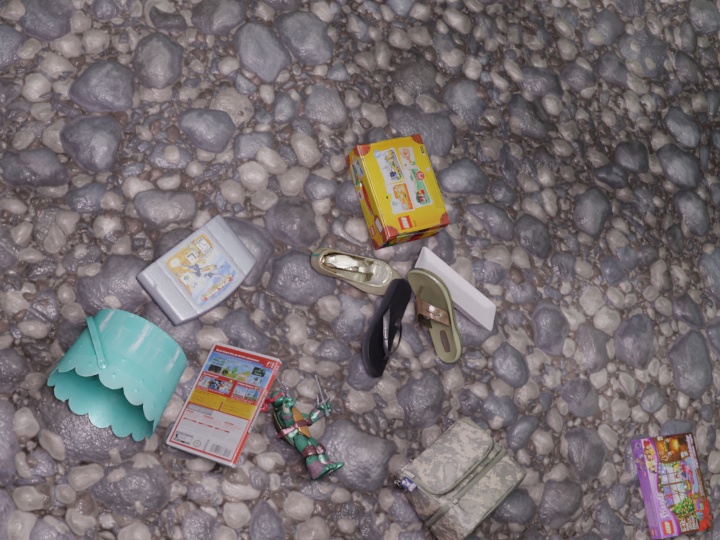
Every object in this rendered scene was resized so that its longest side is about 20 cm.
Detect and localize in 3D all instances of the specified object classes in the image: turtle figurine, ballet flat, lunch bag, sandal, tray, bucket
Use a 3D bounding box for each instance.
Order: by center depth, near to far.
[{"bbox_3d":[-0.393,0.168,1.463,0.206,0.207,0.136,32,56,-9],"label":"bucket"},{"bbox_3d":[-0.104,0.273,1.597,0.201,0.100,0.149,60,24,13],"label":"turtle figurine"},{"bbox_3d":[0.180,0.387,1.652,0.199,0.140,0.168,-36,72,-27],"label":"lunch bag"},{"bbox_3d":[0.055,0.106,1.712,0.076,0.043,0.202,39,64,-46],"label":"sandal"},{"bbox_3d":[0.142,0.089,1.733,0.057,0.079,0.203,-26,98,-43],"label":"sandal"},{"bbox_3d":[0.000,0.000,1.734,0.198,0.069,0.070,14,69,-17],"label":"ballet flat"},{"bbox_3d":[0.188,0.040,1.797,0.199,0.022,0.108,39,29,-6],"label":"tray"}]

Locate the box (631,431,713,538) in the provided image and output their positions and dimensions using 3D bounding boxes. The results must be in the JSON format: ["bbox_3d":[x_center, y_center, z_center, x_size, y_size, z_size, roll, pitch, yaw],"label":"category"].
[{"bbox_3d":[0.649,0.445,1.859,0.135,0.039,0.202,-3,75,-21],"label":"box"}]

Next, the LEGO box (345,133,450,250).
[{"bbox_3d":[0.075,-0.160,1.804,0.147,0.077,0.202,-13,79,-24],"label":"LEGO box"}]

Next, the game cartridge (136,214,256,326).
[{"bbox_3d":[-0.292,0.004,1.639,0.200,0.042,0.133,-41,87,-26],"label":"game cartridge"}]

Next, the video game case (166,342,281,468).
[{"bbox_3d":[-0.237,0.229,1.553,0.142,0.017,0.202,11,64,27],"label":"video game case"}]
